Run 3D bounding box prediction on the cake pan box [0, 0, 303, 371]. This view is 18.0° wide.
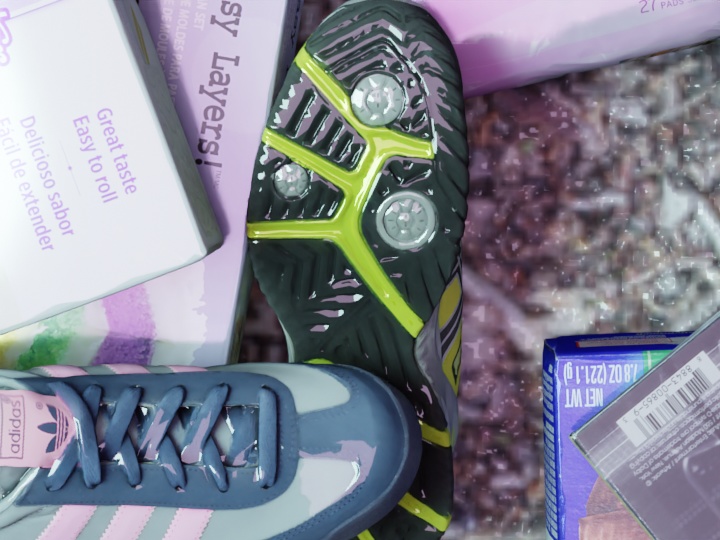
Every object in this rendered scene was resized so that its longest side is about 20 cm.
[{"bbox_3d":[-0.118,-0.060,0.781,0.184,0.052,0.201,11,95,-1],"label":"cake pan box"}]

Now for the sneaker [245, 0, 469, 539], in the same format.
[{"bbox_3d":[0.000,0.000,0.784,0.075,0.076,0.201,4,112,2],"label":"sneaker"}]

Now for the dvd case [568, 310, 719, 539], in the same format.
[{"bbox_3d":[0.189,0.085,0.751,0.149,0.016,0.200,-39,89,1],"label":"dvd case"}]

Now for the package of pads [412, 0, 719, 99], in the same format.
[{"bbox_3d":[0.094,-0.135,0.795,0.199,0.076,0.121,-13,95,5],"label":"package of pads"}]

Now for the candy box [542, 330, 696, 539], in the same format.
[{"bbox_3d":[0.151,0.122,0.800,0.169,0.077,0.201,-3,93,3],"label":"candy box"}]

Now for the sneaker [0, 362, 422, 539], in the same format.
[{"bbox_3d":[-0.081,0.061,0.717,0.199,0.082,0.070,-9,69,4],"label":"sneaker"}]

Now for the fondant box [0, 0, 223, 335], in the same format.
[{"bbox_3d":[-0.162,-0.040,0.731,0.200,0.058,0.145,-20,93,3],"label":"fondant box"}]
